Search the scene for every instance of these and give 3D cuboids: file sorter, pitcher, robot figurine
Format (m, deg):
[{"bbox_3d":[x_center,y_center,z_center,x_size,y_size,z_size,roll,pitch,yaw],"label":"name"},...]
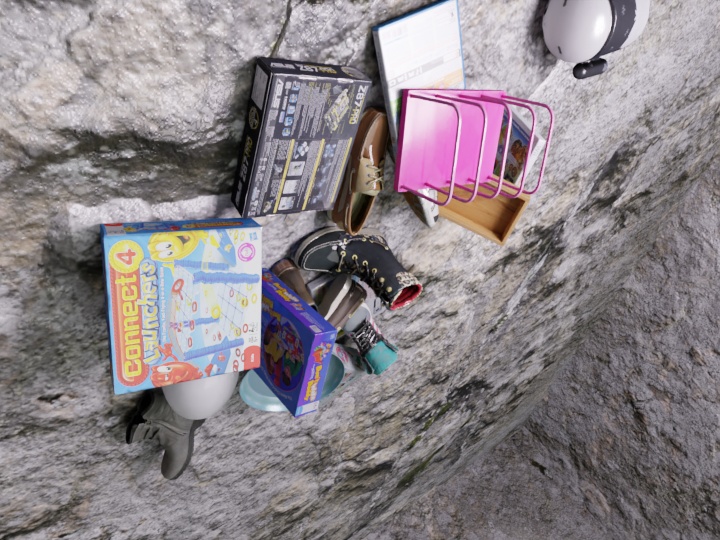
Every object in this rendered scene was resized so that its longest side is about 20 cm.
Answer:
[{"bbox_3d":[0.166,-0.177,0.756,0.194,0.125,0.144,-11,118,-31],"label":"file sorter"},{"bbox_3d":[-0.258,0.124,0.793,0.167,0.121,0.206,-3,122,-40],"label":"pitcher"},{"bbox_3d":[0.389,-0.420,0.867,0.196,0.154,0.125,-25,174,-26],"label":"robot figurine"}]

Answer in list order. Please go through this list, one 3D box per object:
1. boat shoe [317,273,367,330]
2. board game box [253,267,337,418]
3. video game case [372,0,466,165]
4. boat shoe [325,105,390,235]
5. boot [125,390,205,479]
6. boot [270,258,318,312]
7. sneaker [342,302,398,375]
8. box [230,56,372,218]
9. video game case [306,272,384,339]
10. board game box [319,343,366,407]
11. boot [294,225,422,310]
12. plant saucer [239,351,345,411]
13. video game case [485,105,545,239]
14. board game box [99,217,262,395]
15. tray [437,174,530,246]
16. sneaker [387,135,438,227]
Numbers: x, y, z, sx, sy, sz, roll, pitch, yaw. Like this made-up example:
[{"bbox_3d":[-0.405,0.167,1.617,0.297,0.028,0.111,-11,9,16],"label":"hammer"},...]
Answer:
[{"bbox_3d":[-0.065,0.101,0.960,0.059,0.072,0.202,32,102,-25],"label":"boat shoe"},{"bbox_3d":[-0.125,0.103,0.805,0.044,0.198,0.139,-4,119,-43],"label":"board game box"},{"bbox_3d":[0.094,-0.263,0.758,0.140,0.018,0.205,-29,125,-21],"label":"video game case"},{"bbox_3d":[0.009,-0.145,0.807,0.074,0.074,0.204,-12,136,-38],"label":"boat shoe"},{"bbox_3d":[-0.356,0.289,0.929,0.128,0.068,0.205,7,115,-45],"label":"boot"},{"bbox_3d":[-0.123,0.088,0.909,0.073,0.097,0.204,-20,141,-29],"label":"boot"},{"bbox_3d":[0.019,0.147,1.069,0.083,0.121,0.201,-38,148,-3],"label":"sneaker"},{"bbox_3d":[-0.081,-0.171,0.706,0.157,0.049,0.204,-11,136,-37],"label":"box"},{"bbox_3d":[-0.023,0.056,1.053,0.178,0.022,0.204,-29,145,-22],"label":"video game case"},{"bbox_3d":[-0.096,0.217,1.096,0.146,0.065,0.198,-39,148,17],"label":"board game box"},{"bbox_3d":[0.001,-0.001,0.888,0.199,0.154,0.075,-9,137,-41],"label":"boot"},{"bbox_3d":[-0.124,0.192,0.955,0.193,0.028,0.204,-12,140,-10],"label":"plant saucer"},{"bbox_3d":[0.255,-0.183,0.973,0.017,0.145,0.204,7,127,-21],"label":"video game case"},{"bbox_3d":[-0.227,0.040,0.684,0.190,0.055,0.208,-7,110,-31],"label":"board game box"},{"bbox_3d":[0.187,-0.132,0.923,0.101,0.195,0.037,-65,178,34],"label":"tray"},{"bbox_3d":[0.109,-0.162,0.863,0.086,0.076,0.203,-34,132,-10],"label":"sneaker"}]
